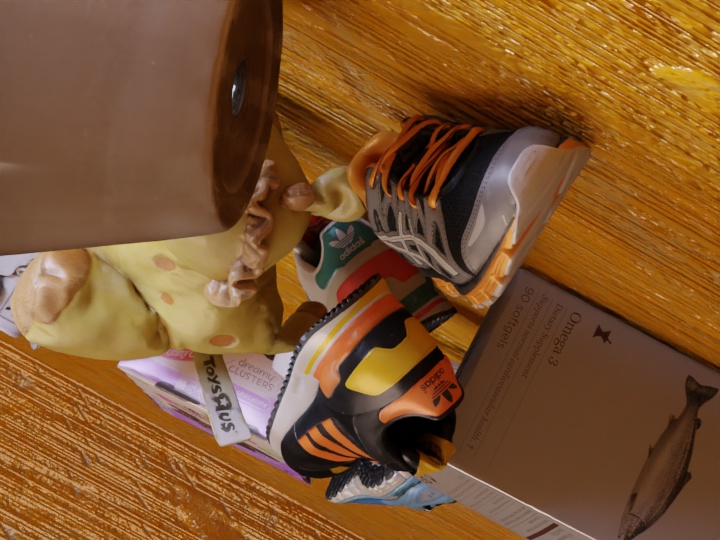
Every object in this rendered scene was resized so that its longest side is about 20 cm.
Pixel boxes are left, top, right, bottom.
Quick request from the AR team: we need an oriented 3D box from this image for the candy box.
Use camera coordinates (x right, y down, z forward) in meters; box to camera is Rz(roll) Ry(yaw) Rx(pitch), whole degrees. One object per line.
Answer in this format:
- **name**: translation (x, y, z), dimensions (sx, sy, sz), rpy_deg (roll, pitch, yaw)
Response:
- **candy box**: translation (-0.113, 0.110, 2.239), dimensions (0.167, 0.072, 0.200), rpy_deg (26, 170, 12)

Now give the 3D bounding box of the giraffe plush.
- **giraffe plush**: translation (-0.086, -0.030, 1.269), dimensions (0.201, 0.172, 0.162), rpy_deg (54, 150, 13)

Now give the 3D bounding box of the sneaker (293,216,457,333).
- **sneaker**: translation (0.000, 0.000, 1.451), dimensions (0.094, 0.070, 0.200), rpy_deg (55, 176, -4)

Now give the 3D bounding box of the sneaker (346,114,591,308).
- **sneaker**: translation (0.040, -0.034, 1.102), dimensions (0.077, 0.078, 0.200), rpy_deg (38, 168, -6)

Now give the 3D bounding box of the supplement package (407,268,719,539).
- **supplement package**: translation (0.142, 0.103, 1.382), dimensions (0.199, 0.118, 0.117), rpy_deg (27, 168, 0)

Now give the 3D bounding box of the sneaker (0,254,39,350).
- **sneaker**: translation (-0.226, -0.002, 1.852), dimensions (0.075, 0.116, 0.200), rpy_deg (32, 169, -24)

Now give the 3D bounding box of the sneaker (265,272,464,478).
- **sneaker**: translation (0.007, 0.081, 1.307), dimensions (0.090, 0.070, 0.200), rpy_deg (45, 158, 14)

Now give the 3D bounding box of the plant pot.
- **plant pot**: translation (-0.128, -0.088, 1.028), dimensions (0.172, 0.202, 0.200), rpy_deg (8, 166, 10)

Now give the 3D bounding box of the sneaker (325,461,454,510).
- **sneaker**: translation (0.034, 0.179, 2.143), dimensions (0.090, 0.079, 0.200), rpy_deg (27, 171, -15)

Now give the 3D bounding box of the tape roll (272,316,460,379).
- **tape roll**: translation (0.042, 0.078, 1.618), dimensions (0.201, 0.037, 0.203), rpy_deg (19, -177, -1)
